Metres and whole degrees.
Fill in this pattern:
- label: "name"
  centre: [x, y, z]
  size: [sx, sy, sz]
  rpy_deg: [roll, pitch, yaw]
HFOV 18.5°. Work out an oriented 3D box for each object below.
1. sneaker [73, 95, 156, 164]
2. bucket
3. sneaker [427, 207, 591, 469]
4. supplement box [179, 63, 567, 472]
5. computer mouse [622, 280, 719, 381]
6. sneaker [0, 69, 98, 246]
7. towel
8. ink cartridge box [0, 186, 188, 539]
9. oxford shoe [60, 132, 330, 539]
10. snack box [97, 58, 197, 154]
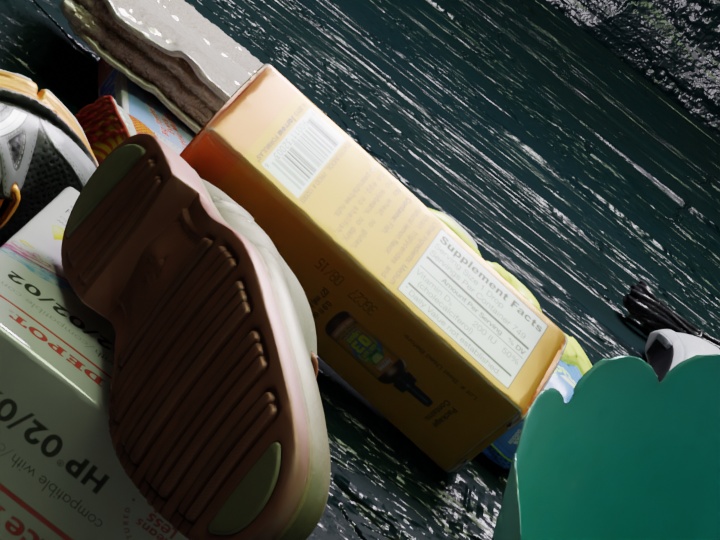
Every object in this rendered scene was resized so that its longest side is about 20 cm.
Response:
- label: "sneaker"
  centre: [-0.088, -0.011, 0.936]
  size: [0.077, 0.073, 0.200]
  rpy_deg: [43, 14, -25]
- label: "bucket"
  centre: [0.127, 0.141, 0.744]
  size: [0.206, 0.135, 0.208]
  rpy_deg: [12, 35, -9]
- label: "sneaker"
  centre: [0.057, 0.037, 1.126]
  size: [0.199, 0.076, 0.105]
  rpy_deg: [32, 16, -27]
- label: "supplement box"
  centre: [0.000, 0.000, 1.048]
  size: [0.200, 0.067, 0.069]
  rpy_deg: [44, 46, -3]
- label: "computer mouse"
  centre: [0.235, 0.065, 1.537]
  size: [0.109, 0.044, 0.200]
  rpy_deg: [38, 14, -7]
- label: "sneaker"
  centre: [-0.173, -0.037, 0.818]
  size: [0.199, 0.078, 0.078]
  rpy_deg: [19, 37, -44]
- label: "towel"
  centre: [-0.075, -0.100, 1.203]
  size: [0.200, 0.035, 0.133]
  rpy_deg: [39, 14, -12]
- label: "ink cartridge box"
  centre: [-0.093, 0.051, 0.734]
  size: [0.115, 0.068, 0.200]
  rpy_deg: [38, 15, -4]
- label: "oxford shoe"
  centre: [-0.035, 0.025, 0.683]
  size: [0.074, 0.071, 0.200]
  rpy_deg: [33, 18, -31]
- label: "snack box"
  centre: [-0.101, -0.066, 1.151]
  size: [0.072, 0.024, 0.200]
  rpy_deg: [33, 16, -19]
